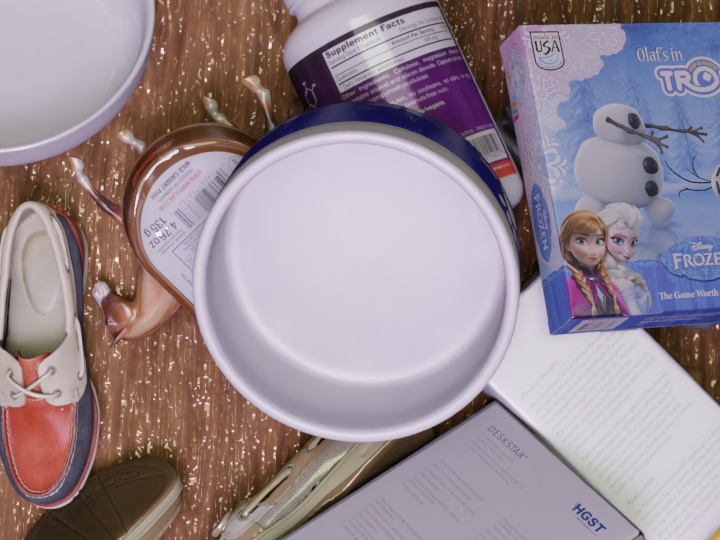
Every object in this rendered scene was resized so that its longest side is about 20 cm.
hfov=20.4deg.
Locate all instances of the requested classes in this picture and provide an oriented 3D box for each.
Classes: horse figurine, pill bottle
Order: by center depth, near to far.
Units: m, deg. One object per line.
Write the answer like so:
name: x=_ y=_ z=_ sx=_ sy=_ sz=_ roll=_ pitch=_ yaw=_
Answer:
pill bottle: x=0.021 y=-0.112 z=1.320 sx=0.112 sy=0.112 sz=0.201 roll=-25 pitch=86 yaw=-4
horse figurine: x=-0.102 y=-0.046 z=1.338 sx=0.199 sy=0.050 sz=0.133 roll=-25 pitch=100 yaw=-10

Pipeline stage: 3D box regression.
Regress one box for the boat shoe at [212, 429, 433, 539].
boat shoe: x=-0.043 y=0.155 z=1.316 sx=0.201 sy=0.073 sz=0.063 roll=-44 pitch=53 yaw=-1

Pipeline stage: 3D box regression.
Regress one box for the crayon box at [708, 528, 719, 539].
crayon box: x=0.342 y=0.172 z=1.308 sx=0.200 sy=0.052 sz=0.126 roll=-35 pitch=88 yaw=19

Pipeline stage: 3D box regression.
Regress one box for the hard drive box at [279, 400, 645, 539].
hard drive box: x=0.057 y=0.195 z=1.248 sx=0.199 sy=0.077 sz=0.156 roll=-31 pitch=44 yaw=-17

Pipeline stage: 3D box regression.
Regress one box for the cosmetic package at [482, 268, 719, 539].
cosmetic package: x=0.166 y=0.094 z=1.330 sx=0.101 sy=0.071 sz=0.200 roll=-44 pitch=89 yaw=-5

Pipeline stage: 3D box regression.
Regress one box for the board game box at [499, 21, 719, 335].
board game box: x=0.204 y=-0.065 z=1.314 sx=0.199 sy=0.043 sz=0.200 roll=-4 pitch=73 yaw=-19

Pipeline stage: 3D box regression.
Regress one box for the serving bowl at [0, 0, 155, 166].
serving bowl: x=-0.232 y=-0.151 z=1.323 sx=0.199 sy=0.066 sz=0.201 roll=0 pitch=65 yaw=0

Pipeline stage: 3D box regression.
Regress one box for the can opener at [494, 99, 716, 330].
can opener: x=0.167 y=-0.038 z=1.338 sx=0.200 sy=0.067 sz=0.053 roll=39 pitch=121 yaw=-1

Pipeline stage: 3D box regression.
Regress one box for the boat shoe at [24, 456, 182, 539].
boat shoe: x=-0.190 y=0.206 z=1.317 sx=0.201 sy=0.073 sz=0.063 roll=-45 pitch=131 yaw=-8

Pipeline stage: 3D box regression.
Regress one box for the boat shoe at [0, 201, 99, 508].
boat shoe: x=-0.211 y=0.055 z=1.315 sx=0.071 sy=0.063 sz=0.201 roll=0 pitch=82 yaw=5

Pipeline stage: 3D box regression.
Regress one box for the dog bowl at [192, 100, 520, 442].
dog bowl: x=0.000 y=0.000 z=1.235 sx=0.199 sy=0.079 sz=0.201 roll=2 pitch=110 yaw=5

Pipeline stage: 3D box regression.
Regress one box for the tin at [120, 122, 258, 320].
tin: x=-0.070 y=-0.007 z=1.308 sx=0.112 sy=0.042 sz=0.200 roll=-42 pitch=112 yaw=7
